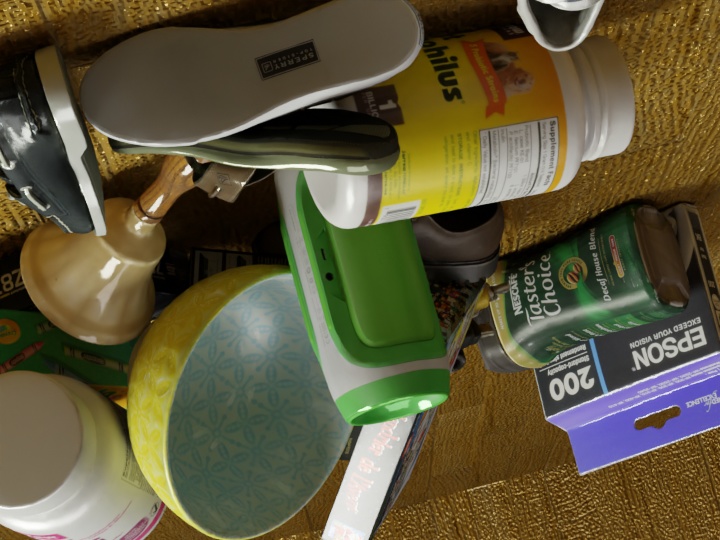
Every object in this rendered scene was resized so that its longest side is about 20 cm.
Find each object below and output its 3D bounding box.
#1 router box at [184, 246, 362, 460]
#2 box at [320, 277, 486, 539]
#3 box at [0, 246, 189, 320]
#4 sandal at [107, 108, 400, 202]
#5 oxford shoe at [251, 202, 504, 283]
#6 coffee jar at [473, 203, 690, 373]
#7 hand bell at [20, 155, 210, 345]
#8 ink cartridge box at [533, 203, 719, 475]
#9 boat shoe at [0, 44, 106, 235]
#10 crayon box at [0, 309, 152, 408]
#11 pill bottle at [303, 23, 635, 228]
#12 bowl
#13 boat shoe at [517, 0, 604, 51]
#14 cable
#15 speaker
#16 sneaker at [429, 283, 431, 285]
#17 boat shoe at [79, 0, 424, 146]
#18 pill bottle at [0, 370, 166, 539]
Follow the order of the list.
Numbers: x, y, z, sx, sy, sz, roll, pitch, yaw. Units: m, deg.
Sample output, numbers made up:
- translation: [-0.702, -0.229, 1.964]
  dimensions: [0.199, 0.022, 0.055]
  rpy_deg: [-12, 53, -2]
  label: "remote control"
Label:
- translation: [-0.064, 0.068, 1.715]
  dimensions: [0.157, 0.052, 0.200]
  rpy_deg: [5, 142, -7]
  label: "router box"
- translation: [0.034, 0.109, 1.752]
  dimensions: [0.137, 0.038, 0.200]
  rpy_deg: [-50, 162, -62]
  label: "box"
- translation: [-0.248, 0.030, 1.690]
  dimensions: [0.200, 0.049, 0.161]
  rpy_deg: [-23, 166, 22]
  label: "box"
- translation: [-0.069, -0.067, 1.326]
  dimensions: [0.201, 0.057, 0.080]
  rpy_deg: [11, -151, 32]
  label: "sandal"
- translation: [0.015, -0.036, 1.708]
  dimensions: [0.200, 0.073, 0.084]
  rpy_deg: [-7, 139, -17]
  label: "oxford shoe"
- translation: [0.190, 0.020, 2.003]
  dimensions: [0.200, 0.104, 0.085]
  rpy_deg: [-25, 161, 32]
  label: "coffee jar"
- translation: [-0.139, -0.046, 1.486]
  dimensions: [0.104, 0.104, 0.200]
  rpy_deg: [-3, 149, -40]
  label: "hand bell"
- translation: [0.247, 0.066, 2.042]
  dimensions: [0.198, 0.200, 0.043]
  rpy_deg: [-25, 161, 34]
  label: "ink cartridge box"
- translation: [-0.190, -0.072, 1.314]
  dimensions: [0.060, 0.076, 0.200]
  rpy_deg: [-15, 154, -4]
  label: "boat shoe"
- translation: [-0.251, 0.080, 1.659]
  dimensions: [0.119, 0.058, 0.200]
  rpy_deg: [-26, 161, 31]
  label: "crayon box"
- translation: [0.067, -0.095, 1.402]
  dimensions: [0.200, 0.109, 0.109]
  rpy_deg: [-11, 166, -16]
  label: "pill bottle"
- translation: [-0.101, 0.080, 1.581]
  dimensions: [0.108, 0.200, 0.200]
  rpy_deg: [21, -168, 39]
  label: "bowl"
- translation: [0.117, -0.177, 1.223]
  dimensions: [0.074, 0.065, 0.200]
  rpy_deg: [-15, 167, 2]
  label: "boat shoe"
- translation: [0.028, 0.053, 1.833]
  dimensions: [0.200, 0.050, 0.097]
  rpy_deg: [-6, 147, -28]
  label: "cable"
- translation: [0.000, 0.000, 1.514]
  dimensions: [0.088, 0.200, 0.088]
  rpy_deg: [-14, 166, -4]
  label: "speaker"
- translation: [-0.025, 0.032, 1.877]
  dimensions: [0.202, 0.077, 0.146]
  rpy_deg: [-10, 163, -23]
  label: "sneaker"
- translation: [-0.061, -0.116, 1.290]
  dimensions: [0.200, 0.070, 0.066]
  rpy_deg: [-18, 175, 0]
  label: "boat shoe"
- translation: [-0.212, 0.136, 1.576]
  dimensions: [0.113, 0.113, 0.200]
  rpy_deg: [-17, 163, 6]
  label: "pill bottle"
